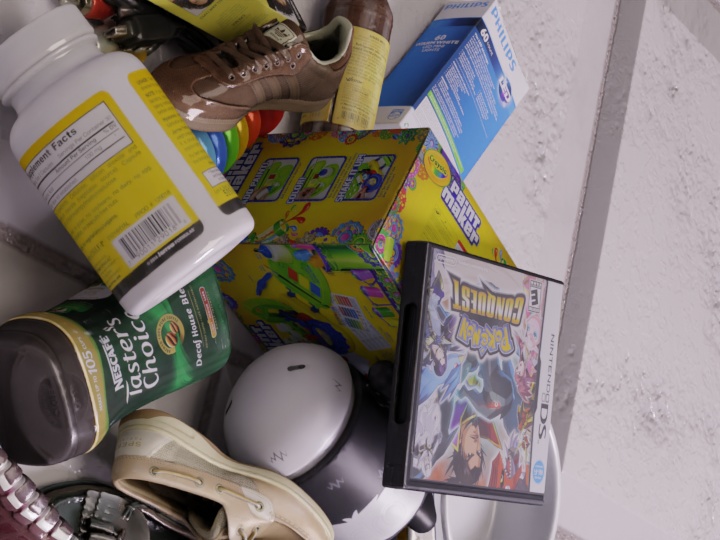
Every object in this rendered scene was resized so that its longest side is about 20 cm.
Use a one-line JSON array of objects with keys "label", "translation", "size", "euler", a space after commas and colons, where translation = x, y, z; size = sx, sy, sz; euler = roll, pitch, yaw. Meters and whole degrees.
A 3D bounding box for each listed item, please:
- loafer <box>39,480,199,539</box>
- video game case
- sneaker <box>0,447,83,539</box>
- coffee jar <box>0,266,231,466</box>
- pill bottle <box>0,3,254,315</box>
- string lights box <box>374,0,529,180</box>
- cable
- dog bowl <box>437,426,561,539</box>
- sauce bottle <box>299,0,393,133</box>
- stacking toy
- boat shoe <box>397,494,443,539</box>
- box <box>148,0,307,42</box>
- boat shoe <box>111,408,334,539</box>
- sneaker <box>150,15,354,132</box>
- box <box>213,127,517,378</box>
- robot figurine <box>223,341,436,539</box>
[{"label": "loafer", "translation": [-0.164, 0.200, 1.461], "size": [0.199, 0.062, 0.073], "euler": [28, 68, -51]}, {"label": "video game case", "translation": [0.090, 0.083, 1.521], "size": [0.199, 0.025, 0.183], "euler": [15, 79, -53]}, {"label": "sneaker", "translation": [-0.263, 0.184, 1.323], "size": [0.116, 0.076, 0.200], "euler": [-45, 111, -16]}, {"label": "coffee jar", "translation": [-0.184, 0.060, 1.416], "size": [0.200, 0.085, 0.105], "euler": [-32, 115, -49]}, {"label": "pill bottle", "translation": [-0.172, -0.079, 1.364], "size": [0.201, 0.111, 0.111], "euler": [55, 42, 1]}, {"label": "string lights box", "translation": [0.076, -0.149, 1.796], "size": [0.200, 0.059, 0.103], "euler": [-53, 131, -40]}, {"label": "cable", "translation": [-0.161, -0.187, 1.505], "size": [0.200, 0.050, 0.098], "euler": [-13, 84, -65]}, {"label": "dog bowl", "translation": [0.102, 0.202, 1.814], "size": [0.199, 0.078, 0.202], "euler": [2, 88, -54]}, {"label": "sauce bottle", "translation": [-0.006, -0.188, 1.680], "size": [0.065, 0.064, 0.202], "euler": [31, 67, -49]}, {"label": "stacking toy", "translation": [-0.122, -0.104, 1.519], "size": [0.200, 0.085, 0.086], "euler": [-43, 124, -54]}, {"label": "boat shoe", "translation": [0.025, 0.191, 1.702], "size": [0.070, 0.070, 0.202], "euler": [1, 83, -55]}, {"label": "box", "translation": [-0.125, -0.226, 1.496], "size": [0.199, 0.050, 0.076], "euler": [24, 33, -53]}, {"label": "boat shoe", "translation": [-0.104, 0.178, 1.484], "size": [0.199, 0.072, 0.065], "euler": [36, 46, -29]}, {"label": "sneaker", "translation": [-0.082, -0.159, 1.487], "size": [0.199, 0.070, 0.076], "euler": [-16, 143, -52]}, {"label": "box", "translation": [0.000, 0.000, 1.579], "size": [0.200, 0.191, 0.123], "euler": [55, 49, -39]}, {"label": "robot figurine", "translation": [-0.021, 0.143, 1.572], "size": [0.200, 0.124, 0.151], "euler": [44, 72, -33]}]
